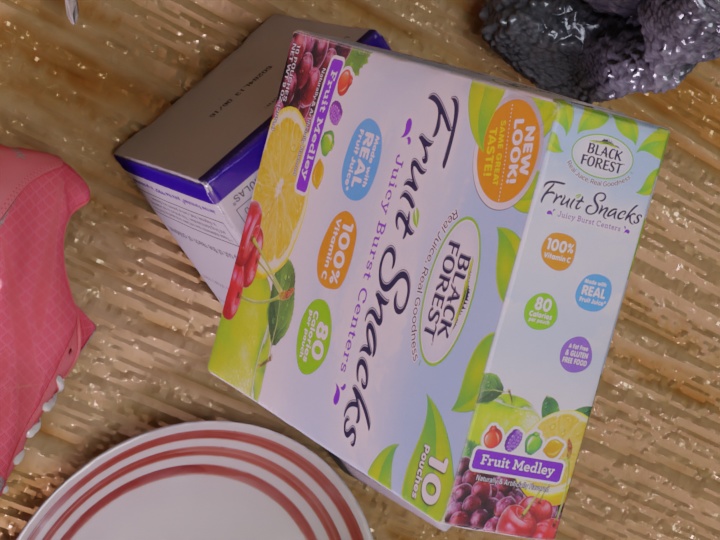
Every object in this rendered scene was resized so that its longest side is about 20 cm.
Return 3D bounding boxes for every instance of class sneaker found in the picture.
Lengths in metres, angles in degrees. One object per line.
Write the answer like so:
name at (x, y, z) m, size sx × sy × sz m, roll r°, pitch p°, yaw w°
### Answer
sneaker at (-0.148, 0.045, 0.887) m, size 0.086 × 0.074 × 0.202 m, roll 0°, pitch 101°, yaw -31°

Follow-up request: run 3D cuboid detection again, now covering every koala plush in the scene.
koala plush at (0.105, -0.196, 0.933) m, size 0.200 × 0.184 × 0.178 m, roll 43°, pitch 79°, yaw -18°

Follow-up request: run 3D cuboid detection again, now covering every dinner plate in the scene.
dinner plate at (-0.081, 0.164, 0.982) m, size 0.199 × 0.024 × 0.202 m, roll -7°, pitch 105°, yaw -29°

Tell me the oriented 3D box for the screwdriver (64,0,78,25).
screwdriver at (-0.132, -0.198, 0.868) m, size 0.029 × 0.028 × 0.201 m, roll -1°, pitch 105°, yaw 2°

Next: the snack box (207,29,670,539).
snack box at (0.019, -0.003, 0.780) m, size 0.053 × 0.200 × 0.143 m, roll 11°, pitch 98°, yaw -29°

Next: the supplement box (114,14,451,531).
supplement box at (0.000, 0.000, 0.945) m, size 0.101 × 0.103 × 0.200 m, roll -41°, pitch 116°, yaw -16°
